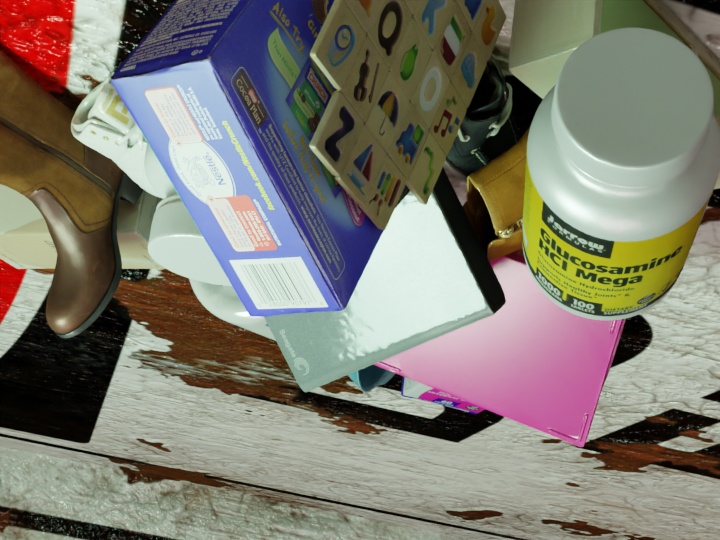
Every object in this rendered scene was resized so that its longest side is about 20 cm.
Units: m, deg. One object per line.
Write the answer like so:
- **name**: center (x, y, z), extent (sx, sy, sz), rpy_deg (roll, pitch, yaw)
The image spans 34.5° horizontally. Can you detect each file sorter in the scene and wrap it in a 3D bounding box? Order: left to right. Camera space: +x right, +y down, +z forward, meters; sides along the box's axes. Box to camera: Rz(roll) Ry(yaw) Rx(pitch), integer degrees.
- **file sorter**: center (0.129, 0.028, 0.995), extent (0.197, 0.125, 0.141), rpy_deg (20, 119, 17)

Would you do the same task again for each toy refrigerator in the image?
- **toy refrigerator**: center (0.185, -0.127, 0.767), extent (0.069, 0.077, 0.199), rpy_deg (-11, 151, 41)

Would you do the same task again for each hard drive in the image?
- **hard drive**: center (0.000, 0.000, 0.905), extent (0.198, 0.141, 0.033), rpy_deg (-25, -176, 36)

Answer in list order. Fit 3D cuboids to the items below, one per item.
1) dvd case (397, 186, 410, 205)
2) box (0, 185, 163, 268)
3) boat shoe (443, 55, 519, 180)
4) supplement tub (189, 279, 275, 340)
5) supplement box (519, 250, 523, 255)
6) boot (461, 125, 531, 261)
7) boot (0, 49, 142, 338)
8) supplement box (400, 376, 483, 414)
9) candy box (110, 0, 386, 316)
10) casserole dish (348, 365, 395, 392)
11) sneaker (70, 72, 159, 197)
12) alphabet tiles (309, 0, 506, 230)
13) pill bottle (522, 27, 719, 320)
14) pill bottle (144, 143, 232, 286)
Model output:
- **dvd case**: center (-0.032, -0.049, 0.829), extent (0.025, 0.151, 0.199), rpy_deg (47, 160, -21)
- **box**: center (-0.273, -0.053, 1.135), extent (0.196, 0.079, 0.095), rpy_deg (-1, 158, 23)
- **boat shoe**: center (0.074, -0.123, 0.822), extent (0.059, 0.077, 0.199), rpy_deg (1, 159, 35)
- **supplement tub**: center (-0.061, 0.002, 1.084), extent (0.130, 0.135, 0.200), rpy_deg (0, 167, 23)
- **supplement box**: center (0.095, 0.003, 1.151), extent (0.198, 0.070, 0.066), rpy_deg (-11, 154, 37)
- **boot**: center (0.152, -0.047, 0.900), extent (0.143, 0.071, 0.202), rpy_deg (-33, 143, -2)
- **boot**: center (-0.274, -0.060, 0.968), extent (0.068, 0.191, 0.199), rpy_deg (15, 168, 37)
- **supplement box**: center (0.128, 0.082, 1.290), extent (0.099, 0.105, 0.200), rpy_deg (14, 157, -13)
- **candy box**: center (-0.033, -0.105, 0.670), extent (0.076, 0.201, 0.171), rpy_deg (-2, 132, 32)
- **casserole dish**: center (0.017, 0.018, 1.054), extent (0.038, 0.121, 0.202), rpy_deg (24, 137, 27)
- **sneaker**: center (-0.159, -0.102, 0.924), extent (0.198, 0.075, 0.115), rpy_deg (8, 158, 49)
- **alphabet tiles**: center (0.033, -0.133, 0.647), extent (0.006, 0.203, 0.166), rpy_deg (17, 165, 29)
- **pill bottle**: center (0.154, -0.054, 0.701), extent (0.110, 0.114, 0.201), rpy_deg (5, 159, 9)
- **pill bottle**: center (-0.081, -0.099, 0.768), extent (0.109, 0.204, 0.112), rpy_deg (7, 159, 3)
